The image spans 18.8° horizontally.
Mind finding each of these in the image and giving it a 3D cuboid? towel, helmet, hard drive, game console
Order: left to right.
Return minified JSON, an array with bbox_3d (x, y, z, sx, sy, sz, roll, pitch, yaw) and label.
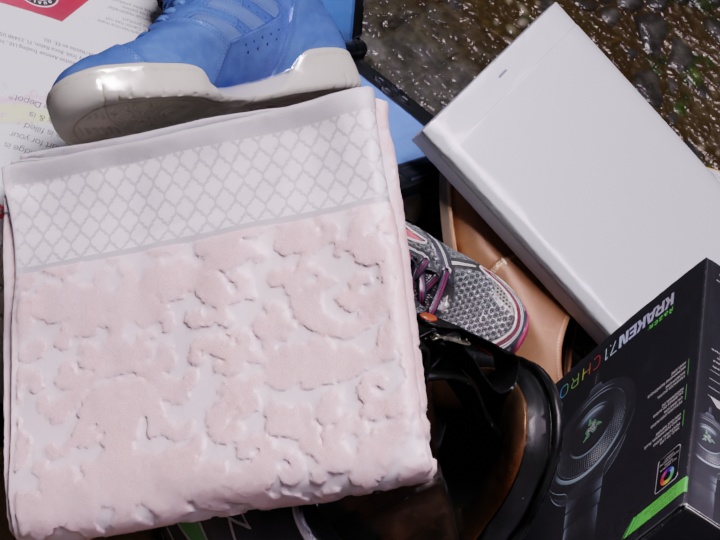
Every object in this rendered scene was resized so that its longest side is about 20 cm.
[{"bbox_3d":[-0.072,0.021,1.003,0.199,0.032,0.192,-10,72,13],"label":"towel"},{"bbox_3d":[-0.010,0.107,1.080,0.200,0.200,0.191,24,88,-13],"label":"helmet"},{"bbox_3d":[0.006,-0.143,1.301,0.171,0.118,0.200,39,20,10],"label":"game console"},{"bbox_3d":[0.140,-0.045,1.281,0.200,0.026,0.132,47,62,-3],"label":"hard drive"}]

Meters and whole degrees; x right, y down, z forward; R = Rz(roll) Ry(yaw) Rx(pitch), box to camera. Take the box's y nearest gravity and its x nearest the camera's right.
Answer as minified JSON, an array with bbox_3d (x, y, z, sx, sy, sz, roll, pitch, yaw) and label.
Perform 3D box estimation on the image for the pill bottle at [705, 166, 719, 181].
[{"bbox_3d":[0.192,-0.015,1.375,0.199,0.112,0.113,14,53,-22],"label":"pill bottle"}]

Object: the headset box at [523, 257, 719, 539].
[{"bbox_3d":[0.152,0.126,1.126,0.093,0.174,0.200,33,40,-15],"label":"headset box"}]

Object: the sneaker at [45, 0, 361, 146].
[{"bbox_3d":[-0.093,-0.127,1.118,0.200,0.077,0.111,-12,74,-43],"label":"sneaker"}]

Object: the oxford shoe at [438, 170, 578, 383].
[{"bbox_3d":[0.093,0.013,1.290,0.071,0.071,0.201,20,55,-72],"label":"oxford shoe"}]

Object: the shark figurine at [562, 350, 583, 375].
[{"bbox_3d":[0.189,0.089,1.322,0.214,0.090,0.128,14,54,-18],"label":"shark figurine"}]

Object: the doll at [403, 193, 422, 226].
[{"bbox_3d":[0.030,0.026,1.280,0.136,0.048,0.200,38,37,-49],"label":"doll"}]

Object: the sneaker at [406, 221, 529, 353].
[{"bbox_3d":[0.000,0.000,1.184,0.200,0.075,0.081,23,69,-8],"label":"sneaker"}]

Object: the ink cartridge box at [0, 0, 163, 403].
[{"bbox_3d":[-0.168,-0.043,1.169,0.145,0.145,0.200,18,51,-19],"label":"ink cartridge box"}]

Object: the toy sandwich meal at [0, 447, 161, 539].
[{"bbox_3d":[-0.168,0.179,1.072,0.205,0.070,0.206,13,52,-18],"label":"toy sandwich meal"}]
